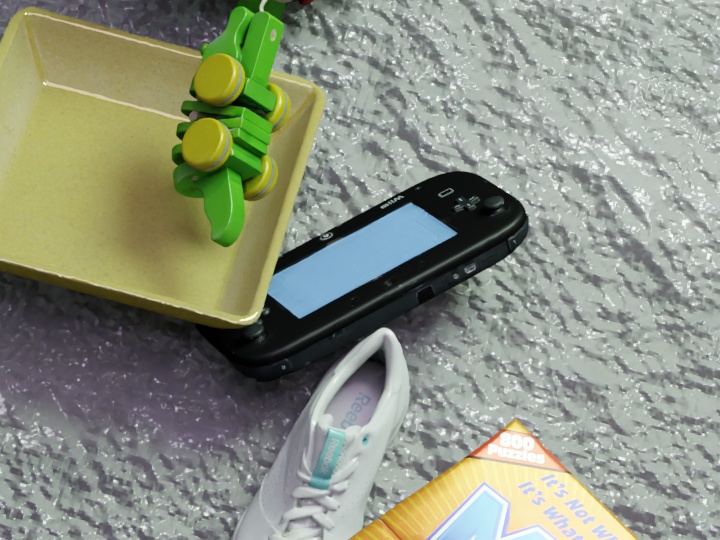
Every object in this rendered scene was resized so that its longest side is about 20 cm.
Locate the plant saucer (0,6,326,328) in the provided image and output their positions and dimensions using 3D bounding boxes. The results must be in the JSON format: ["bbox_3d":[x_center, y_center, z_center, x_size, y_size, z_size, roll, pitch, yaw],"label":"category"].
[{"bbox_3d":[-0.137,-0.051,1.671,0.200,0.048,0.200,15,49,2],"label":"plant saucer"}]

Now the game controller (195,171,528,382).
[{"bbox_3d":[0.000,0.000,1.663,0.200,0.042,0.104,-28,38,-16],"label":"game controller"}]

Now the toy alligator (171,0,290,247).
[{"bbox_3d":[-0.077,-0.109,1.641,0.054,0.059,0.200,-1,71,34],"label":"toy alligator"}]

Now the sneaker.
[{"bbox_3d":[-0.024,0.122,1.601,0.075,0.089,0.200,19,66,1],"label":"sneaker"}]

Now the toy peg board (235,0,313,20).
[{"bbox_3d":[-0.058,-0.255,1.779,0.200,0.098,0.199,45,54,14],"label":"toy peg board"}]

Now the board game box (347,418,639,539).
[{"bbox_3d":[0.063,0.246,1.467,0.200,0.200,0.200,-34,66,-27],"label":"board game box"}]
